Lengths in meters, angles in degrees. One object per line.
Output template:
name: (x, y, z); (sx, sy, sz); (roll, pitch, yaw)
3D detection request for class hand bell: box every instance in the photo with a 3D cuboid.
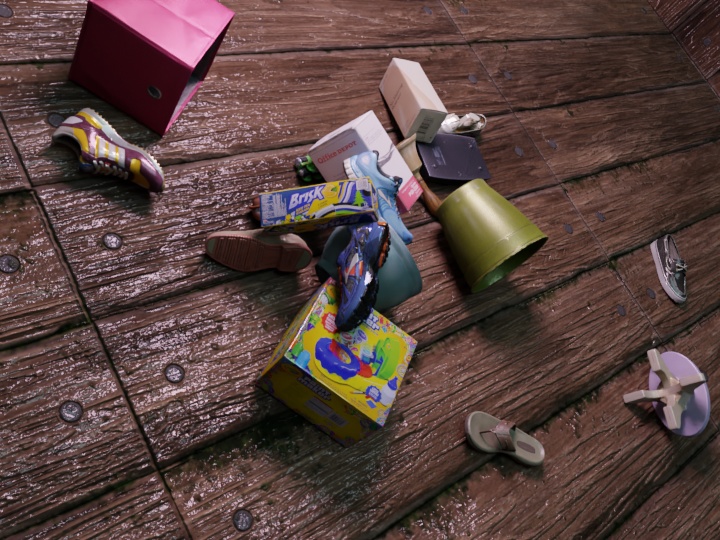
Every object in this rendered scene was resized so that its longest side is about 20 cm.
hand bell: (0.136, -0.199, 1.609); (0.200, 0.104, 0.104); (55, 46, -9)

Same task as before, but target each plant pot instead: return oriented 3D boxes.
plant pot: (0.000, 0.000, 1.320); (0.134, 0.200, 0.201); (-36, 84, -15)
plant pot: (0.268, -0.087, 1.541); (0.200, 0.200, 0.193); (-21, 70, -41)

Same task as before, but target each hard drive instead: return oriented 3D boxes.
hard drive: (0.215, -0.267, 1.718); (0.199, 0.042, 0.135); (-4, 64, -34)

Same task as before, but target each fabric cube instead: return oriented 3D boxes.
fabric cube: (-0.383, -0.414, 1.304); (0.199, 0.196, 0.200); (31, 49, -14)

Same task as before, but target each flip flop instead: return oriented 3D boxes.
flip flop: (0.286, 0.324, 1.376); (0.199, 0.058, 0.081); (26, 50, -18)

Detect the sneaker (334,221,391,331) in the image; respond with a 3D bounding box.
sneaker: (-0.008, 0.008, 1.200); (0.078, 0.075, 0.201); (11, 69, 20)

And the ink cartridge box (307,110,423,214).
ink cartridge box: (0.009, -0.199, 1.431); (0.200, 0.145, 0.085); (54, 45, -17)

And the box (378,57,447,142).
box: (0.123, -0.405, 1.683); (0.077, 0.095, 0.200); (3, 46, -29)

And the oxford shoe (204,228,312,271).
oxford shoe: (-0.191, -0.044, 1.299); (0.199, 0.071, 0.074); (10, 31, -28)

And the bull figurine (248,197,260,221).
bull figurine: (-0.112, -0.118, 1.370); (0.199, 0.121, 0.065); (-10, 111, -29)

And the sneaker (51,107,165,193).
sneaker: (-0.431, -0.186, 1.218); (0.200, 0.075, 0.090); (38, 55, 1)

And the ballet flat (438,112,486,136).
ballet flat: (0.240, -0.372, 1.787); (0.199, 0.064, 0.068); (-13, 69, -38)

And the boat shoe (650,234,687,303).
boat shoe: (0.872, -0.008, 1.980); (0.070, 0.064, 0.201); (8, 58, -30)

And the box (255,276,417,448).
box: (-0.038, 0.158, 1.222); (0.200, 0.122, 0.193); (36, 47, -9)

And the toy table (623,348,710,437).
toy table: (0.714, 0.277, 1.632); (0.117, 0.184, 0.201); (21, 41, -43)

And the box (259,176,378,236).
box: (-0.072, -0.111, 1.241); (0.199, 0.070, 0.065); (-7, 78, 8)

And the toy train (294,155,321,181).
toy train: (-0.058, -0.234, 1.516); (0.200, 0.042, 0.056); (-18, 63, -40)

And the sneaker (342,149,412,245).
sneaker: (0.049, -0.137, 1.336); (0.200, 0.090, 0.078); (58, 5, -14)
